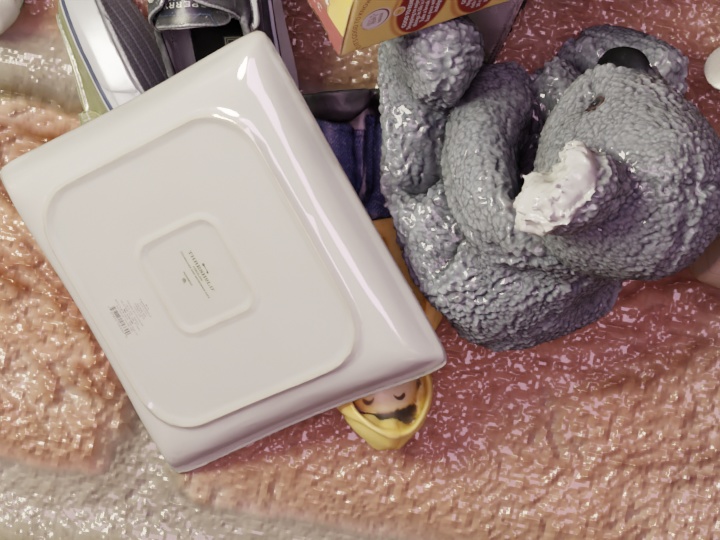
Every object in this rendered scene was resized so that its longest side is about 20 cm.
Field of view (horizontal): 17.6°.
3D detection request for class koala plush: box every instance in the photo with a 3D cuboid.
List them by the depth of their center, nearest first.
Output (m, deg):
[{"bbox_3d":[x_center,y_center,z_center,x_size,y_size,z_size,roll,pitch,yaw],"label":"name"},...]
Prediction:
[{"bbox_3d":[0.119,-0.043,1.184,0.177,0.200,0.184,4,91,-29],"label":"koala plush"}]

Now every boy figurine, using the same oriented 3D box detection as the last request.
[{"bbox_3d":[0.000,0.000,1.275,0.124,0.064,0.201,-2,91,-17],"label":"boy figurine"}]

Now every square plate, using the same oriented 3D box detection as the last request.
[{"bbox_3d":[-0.080,0.000,1.238,0.198,0.028,0.200,-24,100,32],"label":"square plate"}]

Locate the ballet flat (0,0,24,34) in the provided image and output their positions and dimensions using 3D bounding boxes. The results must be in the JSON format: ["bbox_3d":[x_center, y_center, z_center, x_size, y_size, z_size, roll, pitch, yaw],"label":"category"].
[{"bbox_3d":[-0.263,-0.207,1.286,0.200,0.069,0.069,37,91,-4],"label":"ballet flat"}]

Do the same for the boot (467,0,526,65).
[{"bbox_3d":[0.032,-0.221,1.279,0.174,0.069,0.200,17,100,-1],"label":"boot"}]

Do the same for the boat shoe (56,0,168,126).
[{"bbox_3d":[-0.123,-0.067,1.277,0.062,0.072,0.200,-26,91,17],"label":"boat shoe"}]

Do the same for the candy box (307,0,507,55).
[{"bbox_3d":[0.053,-0.195,1.191,0.200,0.057,0.117,-21,65,-21],"label":"candy box"}]

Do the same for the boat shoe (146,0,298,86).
[{"bbox_3d":[-0.085,-0.149,1.240,0.072,0.068,0.200,0,117,23],"label":"boat shoe"}]

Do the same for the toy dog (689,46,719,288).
[{"bbox_3d":[0.238,-0.067,1.267,0.132,0.096,0.200,41,79,-19],"label":"toy dog"}]
